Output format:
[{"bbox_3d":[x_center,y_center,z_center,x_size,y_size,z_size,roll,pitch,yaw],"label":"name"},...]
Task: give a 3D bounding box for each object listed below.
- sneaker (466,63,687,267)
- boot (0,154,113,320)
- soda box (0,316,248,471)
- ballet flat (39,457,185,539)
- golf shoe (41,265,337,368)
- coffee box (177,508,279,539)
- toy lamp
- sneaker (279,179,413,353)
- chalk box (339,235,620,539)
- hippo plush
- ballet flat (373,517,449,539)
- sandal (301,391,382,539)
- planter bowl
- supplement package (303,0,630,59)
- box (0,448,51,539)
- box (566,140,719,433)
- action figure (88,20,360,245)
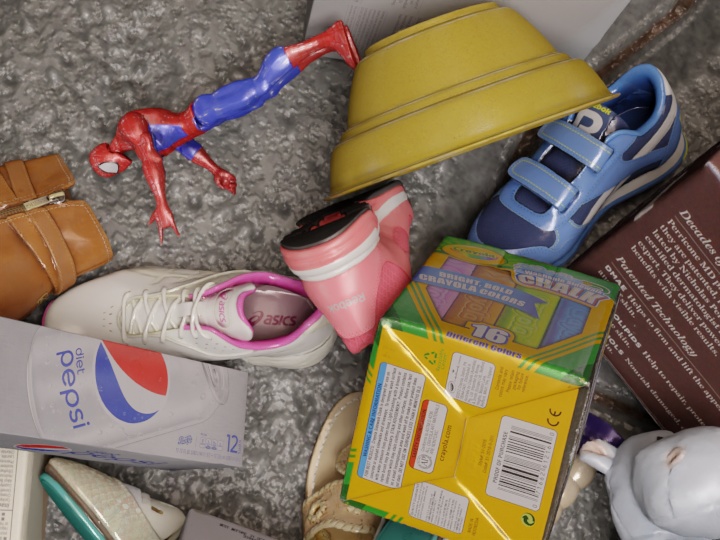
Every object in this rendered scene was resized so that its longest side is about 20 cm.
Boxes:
[{"bbox_3d":[0.147,-0.071,0.867,0.200,0.083,0.074,-40,55,-18],"label":"sneaker"},{"bbox_3d":[-0.269,-0.050,0.818,0.154,0.077,0.201,-29,69,-22],"label":"boot"},{"bbox_3d":[-0.158,0.079,0.745,0.199,0.068,0.064,19,68,-48],"label":"soda box"},{"bbox_3d":[-0.123,0.186,0.784,0.062,0.067,0.201,-38,101,-25],"label":"ballet flat"},{"bbox_3d":[-0.110,0.026,0.813,0.197,0.092,0.076,-3,79,-8],"label":"golf shoe"},{"bbox_3d":[-0.086,0.257,0.718,0.113,0.080,0.202,21,105,-7],"label":"coffee box"},{"bbox_3d":[0.103,0.184,0.825,0.200,0.058,0.058,-43,86,-15],"label":"toy lamp"},{"bbox_3d":[0.000,0.000,0.797,0.073,0.200,0.088,-20,98,14],"label":"sneaker"},{"bbox_3d":[0.083,0.064,0.768,0.123,0.200,0.126,16,112,12],"label":"chalk box"},{"bbox_3d":[0.212,0.180,0.760,0.157,0.200,0.163,10,71,-10],"label":"hippo plush"},{"bbox_3d":[0.046,0.166,0.773,0.069,0.200,0.070,6,110,16],"label":"ballet flat"},{"bbox_3d":[-0.004,0.180,0.802,0.077,0.070,0.214,14,75,-5],"label":"sandal"},{"bbox_3d":[0.057,-0.116,0.789,0.198,0.200,0.084,-20,93,-12],"label":"planter bowl"},{"bbox_3d":[0.072,-0.237,0.847,0.198,0.191,0.149,7,75,-7],"label":"supplement package"},{"bbox_3d":[-0.244,0.172,0.763,0.094,0.078,0.202,4,77,-4],"label":"box"},{"bbox_3d":[0.264,-0.004,0.802,0.165,0.200,0.165,-36,84,-29],"label":"box"},{"bbox_3d":[-0.087,-0.086,0.845,0.198,0.065,0.100,-19,91,8],"label":"action figure"}]
